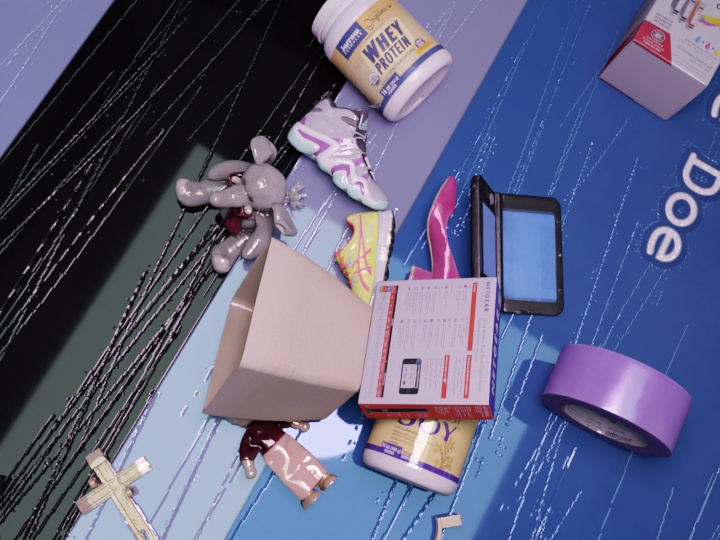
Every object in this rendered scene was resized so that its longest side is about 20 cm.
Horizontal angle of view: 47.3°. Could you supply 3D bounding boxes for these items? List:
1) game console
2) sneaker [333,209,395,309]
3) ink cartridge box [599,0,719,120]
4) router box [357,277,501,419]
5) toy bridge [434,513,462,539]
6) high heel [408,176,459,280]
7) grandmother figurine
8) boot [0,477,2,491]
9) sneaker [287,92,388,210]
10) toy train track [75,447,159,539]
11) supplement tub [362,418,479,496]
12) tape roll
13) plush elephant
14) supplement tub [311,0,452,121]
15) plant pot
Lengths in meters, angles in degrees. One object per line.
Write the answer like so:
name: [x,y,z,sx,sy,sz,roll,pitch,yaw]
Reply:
game console: [0.248,-0.038,1.299,0.116,0.176,0.201,-4,76,21]
sneaker: [0.000,0.000,1.285,0.090,0.078,0.201,7,73,6]
ink cartridge box: [0.533,-0.394,1.392,0.145,0.145,0.200,32,75,1]
router box: [0.100,0.107,1.146,0.179,0.049,0.201,-2,55,18]
toy bridge: [0.132,0.467,1.215,0.067,0.027,0.201,-7,79,-6]
high heel: [0.145,-0.045,1.304,0.096,0.067,0.201,17,81,7]
grandmother figurine: [-0.130,0.260,1.217,0.200,0.061,0.121,46,49,7]
boot: [-0.619,0.354,1.130,0.199,0.064,0.187,12,63,-7]
sneaker: [-0.004,-0.200,1.299,0.200,0.078,0.140,41,99,2]
toy train track: [-0.334,0.346,1.183,0.115,0.033,0.200,-34,85,-13]
supplement tub: [0.100,0.212,1.206,0.145,0.145,0.201,21,76,-2]
tape roll: [0.376,0.193,1.216,0.200,0.200,0.085,29,76,0]
plush elephant: [-0.169,-0.108,1.238,0.199,0.155,0.165,-20,81,-10]
supplement tub: [0.032,-0.357,1.324,0.144,0.144,0.200,-43,86,-13]
plant pot: [-0.095,0.106,1.170,0.177,0.200,0.200,20,55,-15]
